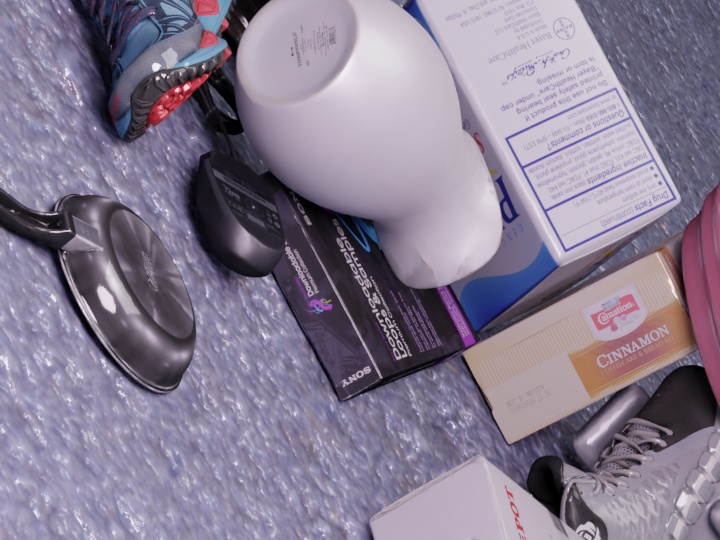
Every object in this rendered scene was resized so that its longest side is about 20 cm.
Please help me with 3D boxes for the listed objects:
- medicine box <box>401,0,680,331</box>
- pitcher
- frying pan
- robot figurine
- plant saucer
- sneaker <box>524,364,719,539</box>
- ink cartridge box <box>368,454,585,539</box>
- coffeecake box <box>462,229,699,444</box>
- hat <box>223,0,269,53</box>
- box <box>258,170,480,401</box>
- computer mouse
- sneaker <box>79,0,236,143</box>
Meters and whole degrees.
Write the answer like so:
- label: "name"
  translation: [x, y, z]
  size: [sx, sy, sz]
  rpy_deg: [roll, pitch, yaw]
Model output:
- label: "medicine box"
  translation: [0.097, -0.085, 1.905]
  size: [0.201, 0.103, 0.182]
  rpy_deg: [63, -21, 7]
- label: "pitcher"
  translation: [0.003, -0.104, 1.699]
  size: [0.200, 0.121, 0.172]
  rpy_deg: [45, 27, -52]
- label: "frying pan"
  translation: [-0.138, -0.018, 1.452]
  size: [0.190, 0.031, 0.115]
  rpy_deg: [53, 18, -29]
- label: "robot figurine"
  translation: [0.231, 0.170, 1.993]
  size: [0.200, 0.113, 0.170]
  rpy_deg: [51, -9, -24]
- label: "plant saucer"
  translation: [0.259, 0.036, 1.891]
  size: [0.200, 0.051, 0.201]
  rpy_deg: [-16, 90, -71]
- label: "sneaker"
  translation: [0.166, 0.130, 1.849]
  size: [0.115, 0.075, 0.201]
  rpy_deg: [36, 63, -29]
- label: "ink cartridge box"
  translation: [0.100, 0.216, 1.627]
  size: [0.200, 0.084, 0.146]
  rpy_deg: [40, 26, -45]
- label: "coffeecake box"
  translation: [0.174, 0.039, 1.974]
  size: [0.073, 0.153, 0.200]
  rpy_deg: [63, 19, 1]
- label: "hat"
  translation: [-0.036, -0.183, 1.873]
  size: [0.201, 0.081, 0.201]
  rpy_deg: [51, 19, -26]
- label: "box"
  translation: [0.000, 0.000, 1.768]
  size: [0.143, 0.036, 0.200]
  rpy_deg: [61, 21, 4]
- label: "computer mouse"
  translation: [-0.084, -0.063, 1.664]
  size: [0.059, 0.034, 0.200]
  rpy_deg: [32, 26, -32]
- label: "sneaker"
  translation: [-0.130, -0.140, 1.605]
  size: [0.096, 0.079, 0.200]
  rpy_deg: [44, 14, -15]
